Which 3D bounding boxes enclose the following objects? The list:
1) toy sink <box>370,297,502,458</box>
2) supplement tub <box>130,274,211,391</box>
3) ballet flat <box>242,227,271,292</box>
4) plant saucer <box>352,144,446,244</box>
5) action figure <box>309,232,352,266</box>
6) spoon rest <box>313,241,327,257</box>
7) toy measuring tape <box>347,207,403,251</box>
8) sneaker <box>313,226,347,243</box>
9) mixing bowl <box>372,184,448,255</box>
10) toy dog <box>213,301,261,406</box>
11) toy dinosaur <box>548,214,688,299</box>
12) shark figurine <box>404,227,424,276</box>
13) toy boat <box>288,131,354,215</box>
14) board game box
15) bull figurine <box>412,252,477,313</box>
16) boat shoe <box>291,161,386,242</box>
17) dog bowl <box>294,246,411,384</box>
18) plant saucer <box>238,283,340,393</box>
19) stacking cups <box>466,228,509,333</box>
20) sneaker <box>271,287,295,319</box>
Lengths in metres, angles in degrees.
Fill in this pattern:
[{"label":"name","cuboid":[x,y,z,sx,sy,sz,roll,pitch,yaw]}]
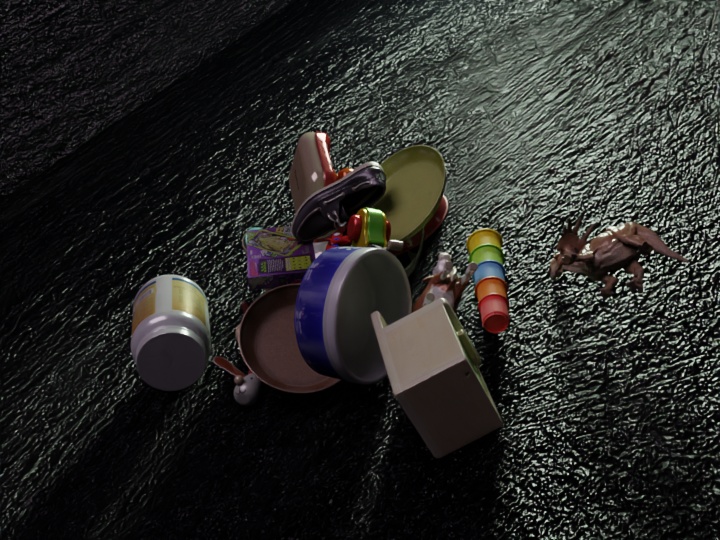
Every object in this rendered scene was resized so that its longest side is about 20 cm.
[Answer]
[{"label":"toy sink","cuboid":[0.104,0.129,1.224,0.111,0.131,0.200,-28,29,6]},{"label":"supplement tub","cuboid":[-0.349,0.114,1.646,0.144,0.145,0.200,-29,30,5]},{"label":"ballet flat","cuboid":[-0.183,-0.016,1.658,0.067,0.063,0.200,2,24,-18]},{"label":"plant saucer","cuboid":[0.071,-0.122,1.523,0.199,0.031,0.201,-28,44,30]},{"label":"action figure","cuboid":[-0.050,-0.019,1.459,0.066,0.051,0.200,-55,5,24]},{"label":"spoon rest","cuboid":[-0.125,-0.020,1.713,0.199,0.061,0.100,-13,25,32]},{"label":"toy measuring tape","cuboid":[0.026,-0.066,1.417,0.073,0.074,0.200,-40,13,-13]},{"label":"sneaker","cuboid":[-0.038,-0.141,1.793,0.077,0.082,0.200,2,44,44]},{"label":"mixing bowl","cuboid":[0.052,-0.125,1.663,0.199,0.109,0.201,-24,32,16]},{"label":"toy dog","cuboid":[-0.186,0.128,1.523,0.131,0.097,0.200,-31,30,2]},{"label":"toy dinosaur","cuboid":[0.357,-0.033,1.278,0.198,0.086,0.136,-13,28,19]},{"label":"shark figurine","cuboid":[0.020,0.005,1.511,0.212,0.090,0.129,-15,49,-2]},{"label":"toy boat","cuboid":[-0.062,-0.176,1.716,0.129,0.131,0.201,4,46,-19]},{"label":"board game box","cuboid":[-0.140,-0.026,1.571,0.119,0.033,0.200,-2,26,-6]},{"label":"bull figurine","cuboid":[0.121,0.045,1.370,0.122,0.065,0.201,115,179,-58]},{"label":"boat shoe","cuboid":[-0.038,-0.108,1.545,0.199,0.073,0.063,-36,39,14]},{"label":"dog bowl","cuboid":[-0.008,0.065,1.339,0.078,0.201,0.201,5,46,35]},{"label":"plant saucer","cuboid":[-0.097,0.114,1.442,0.198,0.037,0.202,3,56,-5]},{"label":"stacking cups","cuboid":[0.204,0.017,1.374,0.060,0.061,0.201,-23,35,15]},{"label":"sneaker","cuboid":[-0.102,0.047,1.579,0.081,0.075,0.200,-51,-8,38]}]
